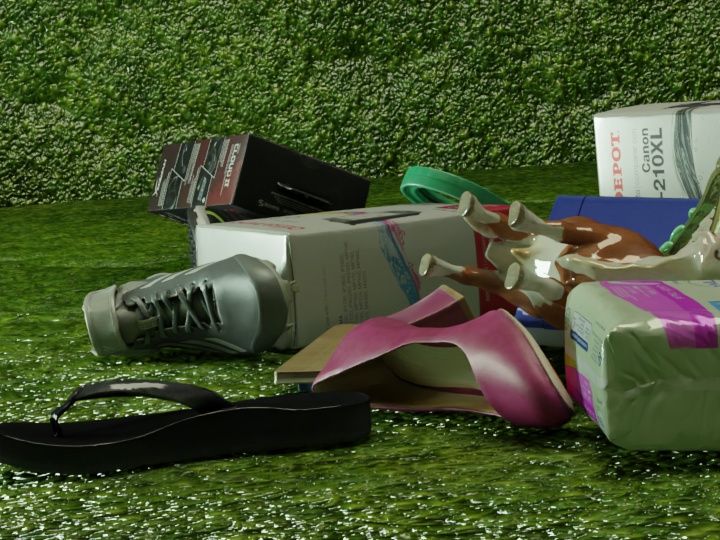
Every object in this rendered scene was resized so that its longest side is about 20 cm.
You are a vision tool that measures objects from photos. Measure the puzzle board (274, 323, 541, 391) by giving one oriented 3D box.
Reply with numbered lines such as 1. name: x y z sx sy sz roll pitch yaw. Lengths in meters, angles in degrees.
1. puzzle board: 0.039 0.053 1.334 0.150 0.018 0.200 -2 7 10

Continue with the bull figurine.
1. bull figurine: 0.121 -0.001 1.170 0.121 0.065 0.200 18 -8 -22

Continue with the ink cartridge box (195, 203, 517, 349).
1. ink cartridge box: 0.000 0.000 1.540 0.199 0.086 0.147 -6 6 -32

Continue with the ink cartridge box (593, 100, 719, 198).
1. ink cartridge box: 0.268 -0.047 1.497 0.199 0.146 0.084 1 9 45

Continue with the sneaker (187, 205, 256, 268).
1. sneaker: -0.114 -0.028 1.972 0.082 0.072 0.200 -3 6 2

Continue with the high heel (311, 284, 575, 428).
1. high heel: 0.040 0.061 1.118 0.096 0.068 0.200 -34 25 -9

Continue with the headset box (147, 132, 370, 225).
1. headset box: -0.097 -0.075 2.110 0.148 0.078 0.200 19 -10 -31

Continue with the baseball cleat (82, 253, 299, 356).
1. baseball cleat: -0.126 0.035 1.451 0.106 0.070 0.200 -15 1 -30

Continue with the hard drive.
1. hard drive: 0.206 0.002 1.300 0.199 0.025 0.132 2 38 19

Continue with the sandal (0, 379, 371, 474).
1. sandal: -0.094 0.072 1.094 0.199 0.043 0.076 -6 6 -15

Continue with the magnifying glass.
1. magnifying glass: 0.124 -0.031 1.626 0.199 0.022 0.080 22 -12 -1

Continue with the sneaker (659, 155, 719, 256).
1. sneaker: 0.194 -0.005 1.239 0.088 0.077 0.200 -14 29 27

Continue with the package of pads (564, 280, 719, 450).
1. package of pads: 0.204 0.043 1.028 0.199 0.069 0.155 -1 6 -2
